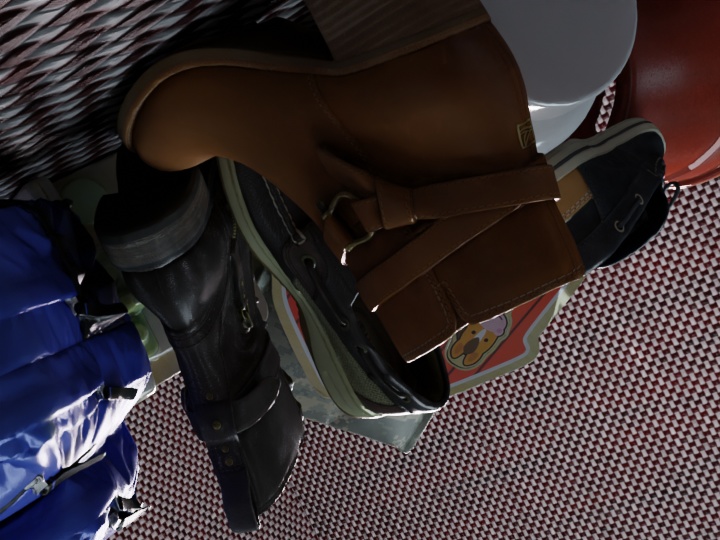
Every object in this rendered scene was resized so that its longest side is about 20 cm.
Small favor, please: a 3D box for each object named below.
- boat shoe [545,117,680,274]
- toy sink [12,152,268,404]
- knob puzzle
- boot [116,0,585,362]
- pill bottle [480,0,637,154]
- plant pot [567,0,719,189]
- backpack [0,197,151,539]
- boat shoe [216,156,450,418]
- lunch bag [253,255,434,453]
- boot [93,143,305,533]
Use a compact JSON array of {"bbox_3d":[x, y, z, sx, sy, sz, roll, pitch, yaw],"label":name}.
[{"bbox_3d":[0.126,-0.035,0.645,0.075,0.062,0.200,-41,172,25],"label":"boat shoe"},{"bbox_3d":[-0.140,0.002,0.741,0.111,0.131,0.200,-29,-177,-26],"label":"toy sink"},{"bbox_3d":[0.032,0.010,0.757,0.218,0.221,0.031,-27,-154,12],"label":"knob puzzle"},{"bbox_3d":[-0.012,-0.034,0.500,0.073,0.156,0.199,-31,-175,-41],"label":"boot"},{"bbox_3d":[0.046,-0.097,0.578,0.110,0.112,0.200,-29,-177,-17],"label":"pill bottle"},{"bbox_3d":[0.158,-0.138,0.817,0.200,0.203,0.194,-25,176,40],"label":"plant pot"},{"bbox_3d":[-0.170,0.055,0.497,0.162,0.169,0.200,-32,177,0],"label":"backpack"},{"bbox_3d":[-0.006,-0.010,0.618,0.064,0.201,0.073,-2,-142,37],"label":"boat shoe"},{"bbox_3d":[0.000,0.000,0.834,0.201,0.163,0.118,-61,-159,27],"label":"lunch bag"},{"bbox_3d":[-0.072,0.017,0.647,0.069,0.175,0.201,-13,-153,16],"label":"boot"}]
